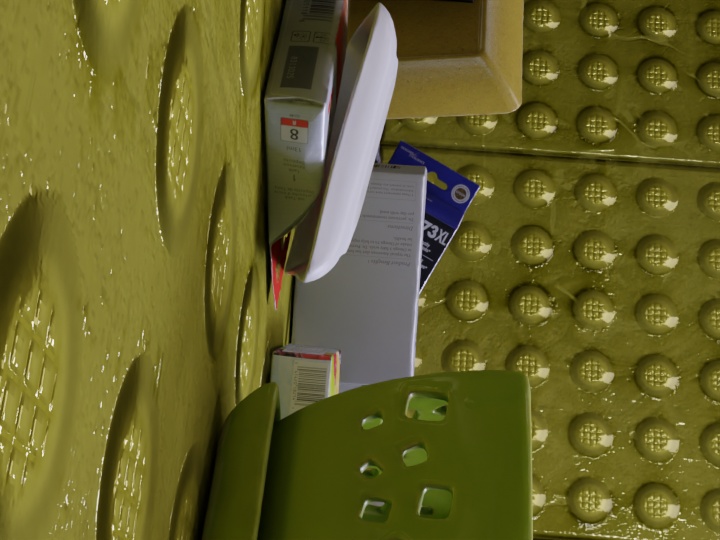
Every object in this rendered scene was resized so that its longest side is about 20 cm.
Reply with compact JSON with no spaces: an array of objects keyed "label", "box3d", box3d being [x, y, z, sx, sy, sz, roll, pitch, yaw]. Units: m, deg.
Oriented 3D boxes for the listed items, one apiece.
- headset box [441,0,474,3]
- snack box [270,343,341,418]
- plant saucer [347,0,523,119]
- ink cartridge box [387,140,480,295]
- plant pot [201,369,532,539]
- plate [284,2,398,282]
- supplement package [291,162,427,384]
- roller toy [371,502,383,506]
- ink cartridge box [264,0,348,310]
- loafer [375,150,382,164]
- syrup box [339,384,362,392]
[{"label":"headset box","box3d":[0.039,-0.352,1.162,0.075,0.148,0.201,46,48,-86]},{"label":"snack box","box3d":[-0.050,0.164,1.060,0.142,0.053,0.201,27,68,-87]},{"label":"plant saucer","box3d":[0.053,-0.237,1.222,0.049,0.199,0.201,70,21,-57]},{"label":"ink cartridge box","box3d":[0.031,-0.021,1.297,0.201,0.094,0.037,-60,-179,8]},{"label":"plant pot","box3d":[0.001,0.185,0.758,0.201,0.180,0.200,91,3,-49]},{"label":"plate","box3d":[-0.012,-0.088,0.974,0.200,0.032,0.201,-169,-86,-83]},{"label":"supplement package","box3d":[0.000,0.000,1.225,0.117,0.116,0.201,-72,166,-81]},{"label":"roller toy","box3d":[0.020,0.321,1.378,0.200,0.139,0.183,46,26,-67]},{"label":"ink cartridge box","box3d":[-0.037,-0.093,0.965,0.163,0.050,0.201,-83,173,-47]},{"label":"loafer","box3d":[-0.008,-0.130,1.321,0.072,0.073,0.201,-85,180,-53]},{"label":"syrup box","box3d":[-0.020,0.088,1.369,0.082,0.078,0.201,89,6,-64]}]
